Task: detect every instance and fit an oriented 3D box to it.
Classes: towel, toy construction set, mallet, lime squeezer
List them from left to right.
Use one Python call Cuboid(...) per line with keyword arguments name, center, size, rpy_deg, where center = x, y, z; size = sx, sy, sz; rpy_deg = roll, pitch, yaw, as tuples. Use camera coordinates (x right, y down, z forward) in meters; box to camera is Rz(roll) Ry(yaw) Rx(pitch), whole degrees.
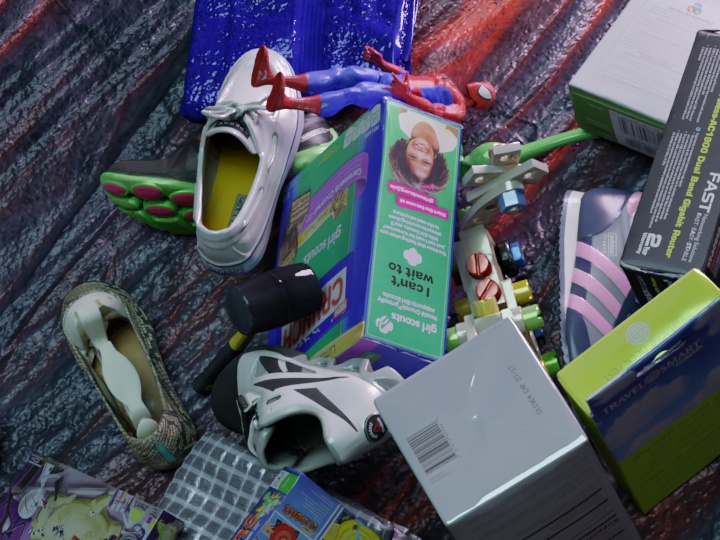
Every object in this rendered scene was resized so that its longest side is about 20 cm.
Cuboid(name="mallet", center=(-0.097, 0.054, 1.652), size=(0.066, 0.200, 0.041), rpy_deg=(-16, 74, -35))
Cuboid(name="towel", center=(-0.071, 0.224, 1.609), size=(0.200, 0.086, 0.166), rpy_deg=(22, 73, 28))
Cuboid(name="towel", center=(-0.051, -0.197, 1.840), size=(0.200, 0.050, 0.148), rpy_deg=(-7, 55, 18))
Cuboid(name="lime squeezer", center=(0.087, -0.104, 1.755), size=(0.200, 0.038, 0.071), rpy_deg=(9, 67, 25))
Cuboid(name="toy construction set", center=(0.098, 0.009, 1.630), size=(0.092, 0.131, 0.200), rpy_deg=(-4, 70, 15))

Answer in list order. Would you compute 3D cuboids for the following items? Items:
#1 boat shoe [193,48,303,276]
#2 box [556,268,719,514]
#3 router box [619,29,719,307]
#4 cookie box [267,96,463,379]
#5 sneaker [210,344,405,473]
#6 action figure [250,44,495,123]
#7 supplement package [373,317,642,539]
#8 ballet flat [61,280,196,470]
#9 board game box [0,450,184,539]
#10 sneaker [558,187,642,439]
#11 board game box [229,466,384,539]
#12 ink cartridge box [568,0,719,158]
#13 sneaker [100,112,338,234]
Cuboid(name="boat shoe", center=(-0.096, -0.102, 1.713), size=(0.075, 0.086, 0.202), rpy_deg=(6, 61, 13))
Cuboid(name="box", center=(0.209, 0.081, 1.515), size=(0.122, 0.200, 0.048), rpy_deg=(-38, 57, -3))
Cuboid(name="router box", center=(0.258, -0.050, 1.597), size=(0.062, 0.150, 0.200), rpy_deg=(10, 67, 25))
Cuboid(name="cookie box", center=(0.000, 0.000, 1.654), size=(0.171, 0.075, 0.200), rpy_deg=(-38, 41, 53))
Cuboid(name="sneaker", center=(-0.058, 0.104, 1.568), size=(0.089, 0.074, 0.200), rpy_deg=(-39, 21, -34))
Cuboid(name="action figure", center=(0.018, -0.143, 1.725), size=(0.065, 0.200, 0.052), rpy_deg=(52, 130, 51))
Cuboid(name="supplement package", center=(0.106, 0.142, 1.519), size=(0.110, 0.200, 0.114), rpy_deg=(-31, 56, 1))
Cuboid(name="ballet flat", center=(-0.190, 0.068, 1.740), size=(0.068, 0.075, 0.200), rpy_deg=(-34, 57, 1))
Cuboid(name="board game box", center=(-0.220, 0.211, 1.653), size=(0.200, 0.032, 0.120), rpy_deg=(14, 73, 53))
Cuboid(name="sneaker", center=(0.189, 0.027, 1.629), size=(0.082, 0.070, 0.200), rpy_deg=(-4, 66, 13))
Cuboid(name="board game box", center=(-0.014, 0.248, 1.521), size=(0.135, 0.200, 0.034), rpy_deg=(-53, 20, -12))
Cuboid(name="ink cartridge box", center=(0.260, -0.181, 1.715), size=(0.104, 0.059, 0.200), rpy_deg=(25, 67, 29))
Cuboid(name="sneaker", center=(-0.112, -0.085, 1.802), size=(0.200, 0.077, 0.084), rpy_deg=(-8, 55, 4))
